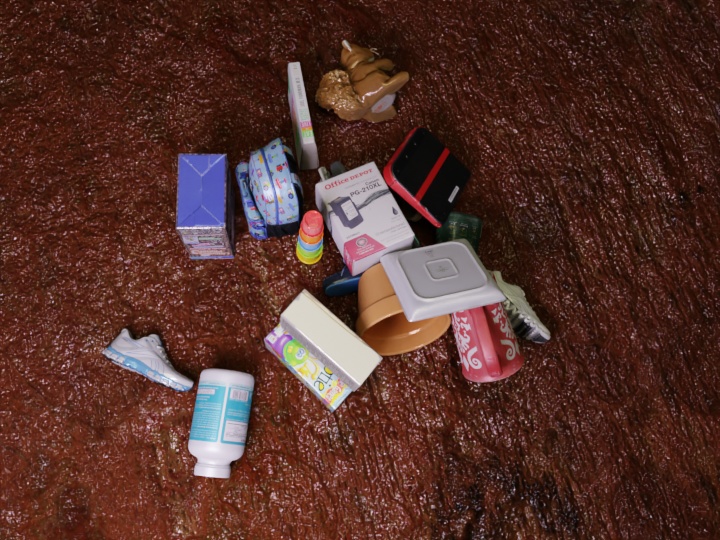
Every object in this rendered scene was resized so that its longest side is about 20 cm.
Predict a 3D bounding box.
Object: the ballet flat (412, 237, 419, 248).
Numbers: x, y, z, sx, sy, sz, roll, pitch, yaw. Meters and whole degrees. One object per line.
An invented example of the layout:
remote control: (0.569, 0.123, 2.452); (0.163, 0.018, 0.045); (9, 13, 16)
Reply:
ballet flat: (0.050, -0.108, 1.383); (0.073, 0.073, 0.201); (-33, 74, -14)

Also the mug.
mug: (0.259, 0.113, 1.246); (0.132, 0.177, 0.202); (-23, 105, -17)

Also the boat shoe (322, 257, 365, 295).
boat shoe: (0.000, 0.000, 1.350); (0.198, 0.084, 0.069); (-17, 68, -27)

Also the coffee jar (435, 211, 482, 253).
coffee jar: (0.213, -0.024, 1.366); (0.103, 0.085, 0.202); (12, 72, -10)

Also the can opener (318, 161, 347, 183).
can opener: (-0.045, -0.154, 1.386); (0.066, 0.053, 0.202); (-24, 78, 24)

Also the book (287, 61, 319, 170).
book: (-0.134, -0.353, 1.398); (0.048, 0.134, 0.202); (-9, 75, -8)

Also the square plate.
square plate: (0.157, 0.007, 1.198); (0.198, 0.029, 0.199); (-11, 42, -10)

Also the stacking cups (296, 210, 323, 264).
stacking cups: (-0.104, -0.067, 1.284); (0.060, 0.200, 0.061); (2, 76, -6)

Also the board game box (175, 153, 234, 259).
board game box: (-0.321, -0.129, 1.278); (0.096, 0.200, 0.161); (-1, 75, -7)

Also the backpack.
backpack: (-0.192, -0.178, 1.307); (0.133, 0.200, 0.184); (-14, 77, -10)

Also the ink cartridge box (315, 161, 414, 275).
ink cartridge box: (0.006, -0.113, 1.302); (0.144, 0.085, 0.201); (-23, 69, -11)

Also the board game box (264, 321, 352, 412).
board game box: (-0.093, 0.185, 1.263); (0.200, 0.105, 0.103); (42, 74, 7)

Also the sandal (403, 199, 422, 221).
sandal: (0.146, -0.209, 1.432); (0.069, 0.077, 0.214); (18, 68, -35)

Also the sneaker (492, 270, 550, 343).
sneaker: (0.350, 0.080, 1.361); (0.200, 0.075, 0.081); (42, 65, 6)

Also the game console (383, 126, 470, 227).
game console: (0.150, -0.214, 1.358); (0.177, 0.031, 0.201); (42, 54, -13)

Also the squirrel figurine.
squirrel figurine: (-0.013, -0.452, 1.442); (0.199, 0.142, 0.188); (-26, 72, -15)

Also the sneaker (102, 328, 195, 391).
sneaker: (-0.423, 0.180, 1.249); (0.199, 0.075, 0.087); (26, 67, 2)

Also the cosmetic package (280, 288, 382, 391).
cosmetic package: (-0.059, 0.137, 1.173); (0.200, 0.104, 0.073); (40, 72, 5)

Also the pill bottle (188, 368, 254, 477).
pill bottle: (-0.278, 0.302, 1.206); (0.110, 0.111, 0.202); (8, 73, -4)

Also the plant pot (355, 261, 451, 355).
plant pot: (0.076, 0.072, 1.281); (0.198, 0.201, 0.141); (-10, 58, -9)
